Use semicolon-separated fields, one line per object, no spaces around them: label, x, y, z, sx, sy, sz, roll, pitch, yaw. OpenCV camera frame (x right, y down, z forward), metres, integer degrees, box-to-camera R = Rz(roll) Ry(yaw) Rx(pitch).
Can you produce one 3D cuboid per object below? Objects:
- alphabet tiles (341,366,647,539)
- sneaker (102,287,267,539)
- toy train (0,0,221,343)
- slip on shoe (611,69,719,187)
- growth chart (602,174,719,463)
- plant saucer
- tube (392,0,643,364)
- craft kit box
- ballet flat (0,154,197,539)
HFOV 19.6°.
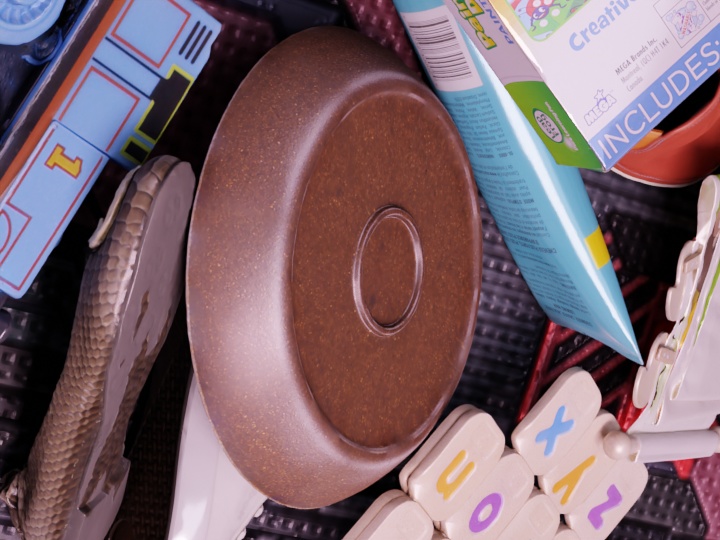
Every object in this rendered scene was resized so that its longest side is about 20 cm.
alphabet tiles;0.054;0.141;0.955;0.196;0.015;0.200;-50;142;-10
sneaker;-0.052;0.084;0.880;0.084;0.073;0.201;15;94;-30
toy train;-0.145;-0.050;0.784;0.114;0.087;0.200;35;84;-39
slip on shoe;0.132;-0.080;0.923;0.074;0.061;0.200;-52;151;-1
growth chart;0.179;0.003;0.997;0.145;0.018;0.201;20;92;-57
plant saucer;0.000;0.000;0.859;0.200;0.034;0.201;-13;105;-57
tube;0.070;-0.050;0.922;0.050;0.077;0.200;-29;113;-11
craft kit box;0.098;-0.175;0.769;0.200;0.048;0.198;-41;111;-13
ballet flat;-0.107;0.037;0.820;0.067;0.046;0.200;-48;161;-53
